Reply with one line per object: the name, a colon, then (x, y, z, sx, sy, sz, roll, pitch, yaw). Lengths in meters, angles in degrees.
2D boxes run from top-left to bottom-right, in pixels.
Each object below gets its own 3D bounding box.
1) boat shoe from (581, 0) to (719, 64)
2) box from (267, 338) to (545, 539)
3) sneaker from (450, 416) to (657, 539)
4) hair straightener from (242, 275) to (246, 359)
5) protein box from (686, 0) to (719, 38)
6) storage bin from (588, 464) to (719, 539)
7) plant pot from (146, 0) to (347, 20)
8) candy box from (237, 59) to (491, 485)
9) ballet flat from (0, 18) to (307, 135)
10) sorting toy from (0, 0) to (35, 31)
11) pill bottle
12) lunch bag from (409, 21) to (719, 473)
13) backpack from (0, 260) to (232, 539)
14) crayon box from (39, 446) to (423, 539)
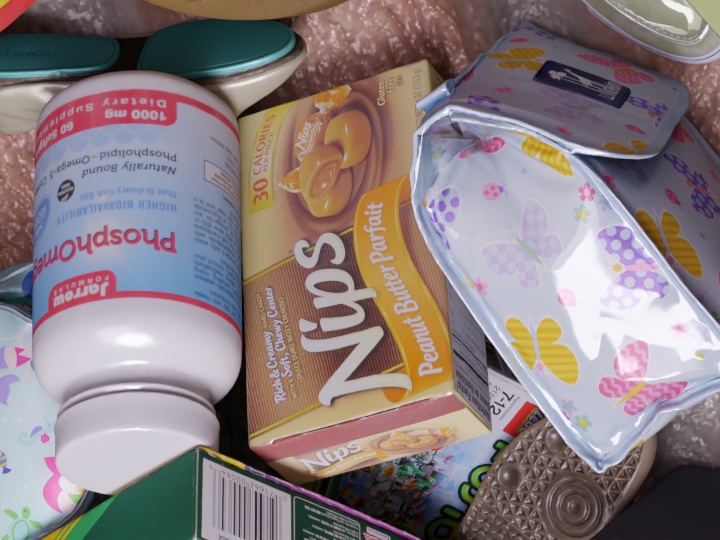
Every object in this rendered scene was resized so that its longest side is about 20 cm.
boat shoe: (0.113, -0.177, 1.439, 0.200, 0.062, 0.072, 43, 112, 2)
box: (0.013, 0.117, 1.541, 0.110, 0.035, 0.200, 26, 115, -24)
sneaker: (0.096, 0.139, 1.529, 0.070, 0.075, 0.200, 48, 115, 17)
hair straightener: (-0.036, 0.033, 1.554, 0.077, 0.041, 0.201, -24, 97, 22)
protein box: (0.213, -0.222, 1.321, 0.199, 0.135, 0.200, -46, 69, 19)
storage bin: (0.192, 0.181, 1.455, 0.134, 0.200, 0.146, 14, 109, 24)
plant pot: (-0.073, -0.204, 1.415, 0.185, 0.200, 0.188, 4, 105, 15)
candy box: (0.000, 0.000, 1.465, 0.115, 0.055, 0.201, -16, 58, 21)
ballet flat: (-0.119, -0.099, 1.538, 0.199, 0.069, 0.070, 1, 105, 19)
sorting toy: (-0.235, -0.190, 1.491, 0.200, 0.069, 0.199, -38, 49, 24)
pill bottle: (-0.114, 0.008, 1.449, 0.108, 0.109, 0.201, -14, 60, 20)
lunch bag: (0.118, -0.028, 1.421, 0.127, 0.170, 0.200, -37, 92, 24)
backpack: (-0.177, 0.084, 1.552, 0.199, 0.151, 0.178, -23, 84, 7)
crayon box: (-0.063, 0.178, 1.475, 0.199, 0.059, 0.172, 26, 138, -34)
